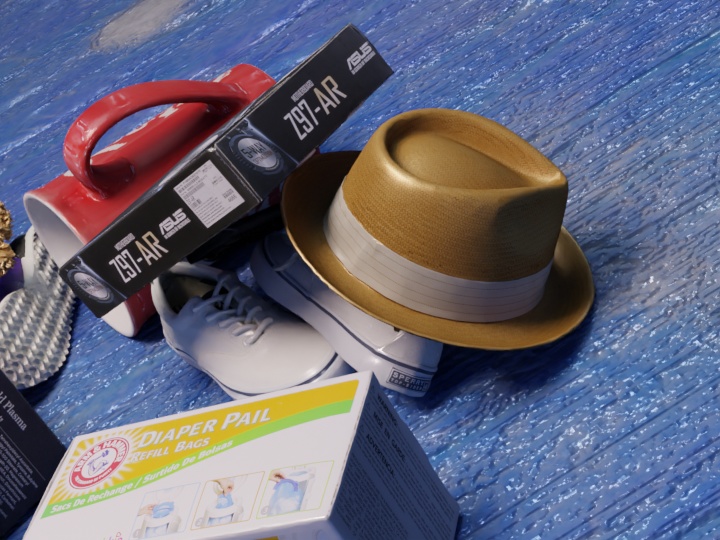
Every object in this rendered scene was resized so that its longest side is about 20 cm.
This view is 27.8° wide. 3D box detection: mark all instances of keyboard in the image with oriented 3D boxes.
[{"bbox_3d":[-0.043,-0.044,1.043,0.200,0.021,0.127,-25,2,-38],"label":"keyboard"}]

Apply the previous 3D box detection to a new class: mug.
[{"bbox_3d":[-0.133,-0.066,1.098,0.200,0.133,0.178,-38,-6,-20],"label":"mug"}]

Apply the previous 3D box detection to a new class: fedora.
[{"bbox_3d":[0.055,-0.038,0.858,0.200,0.082,0.201,15,37,-11],"label":"fedora"}]

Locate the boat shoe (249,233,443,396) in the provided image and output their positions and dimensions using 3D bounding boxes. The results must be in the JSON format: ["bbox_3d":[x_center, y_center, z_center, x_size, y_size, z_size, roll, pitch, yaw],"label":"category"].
[{"bbox_3d":[-0.003,-0.001,0.929,0.202,0.075,0.086,40,108,56],"label":"boat shoe"}]

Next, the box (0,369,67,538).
[{"bbox_3d":[-0.332,0.139,1.013,0.182,0.104,0.200,-46,34,-21],"label":"box"}]

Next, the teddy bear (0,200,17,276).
[{"bbox_3d":[-0.343,-0.022,1.151,0.145,0.067,0.200,-3,16,-10],"label":"teddy bear"}]

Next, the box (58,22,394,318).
[{"bbox_3d":[-0.088,-0.061,0.926,0.200,0.044,0.160,-31,14,47],"label":"box"}]

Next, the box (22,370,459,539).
[{"bbox_3d":[-0.066,0.143,0.771,0.200,0.113,0.101,-15,34,27],"label":"box"}]

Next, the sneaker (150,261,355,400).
[{"bbox_3d":[-0.084,0.041,0.971,0.073,0.071,0.200,-46,34,-23],"label":"sneaker"}]

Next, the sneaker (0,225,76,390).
[{"bbox_3d":[-0.286,0.045,1.155,0.099,0.070,0.200,-28,26,17],"label":"sneaker"}]
